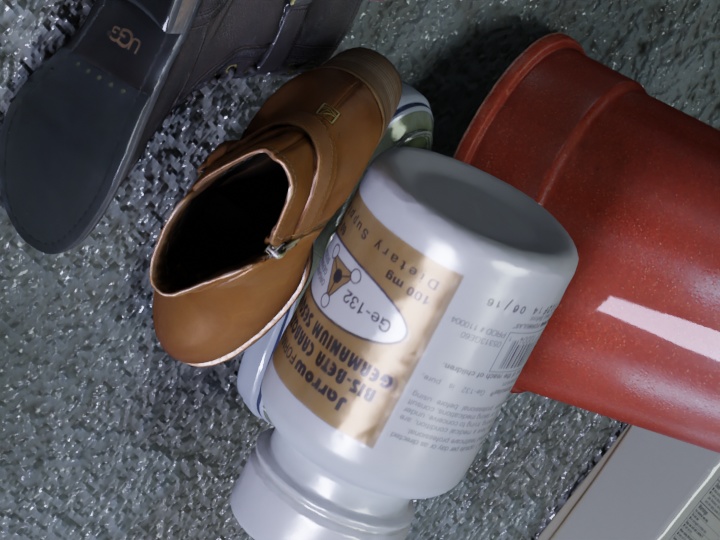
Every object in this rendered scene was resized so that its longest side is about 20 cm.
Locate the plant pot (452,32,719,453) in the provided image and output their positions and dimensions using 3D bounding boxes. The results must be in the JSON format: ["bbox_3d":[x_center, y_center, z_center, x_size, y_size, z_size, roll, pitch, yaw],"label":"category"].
[{"bbox_3d":[0.159,0.000,1.583,0.201,0.195,0.201,-51,154,-37],"label":"plant pot"}]

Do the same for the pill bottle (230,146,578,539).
[{"bbox_3d":[0.015,0.050,1.481,0.114,0.114,0.200,2,121,-51],"label":"pill bottle"}]

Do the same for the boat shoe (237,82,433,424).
[{"bbox_3d":[0.000,0.000,1.557,0.072,0.062,0.200,-4,123,-48],"label":"boat shoe"}]

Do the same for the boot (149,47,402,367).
[{"bbox_3d":[-0.059,-0.009,1.394,0.200,0.077,0.155,-47,-179,28],"label":"boot"}]

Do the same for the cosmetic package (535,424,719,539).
[{"bbox_3d":[0.174,0.182,1.915,0.200,0.073,0.104,-51,146,-4],"label":"cosmetic package"}]

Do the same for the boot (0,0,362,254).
[{"bbox_3d":[-0.069,-0.098,1.392,0.174,0.069,0.200,-9,134,-56],"label":"boot"}]
